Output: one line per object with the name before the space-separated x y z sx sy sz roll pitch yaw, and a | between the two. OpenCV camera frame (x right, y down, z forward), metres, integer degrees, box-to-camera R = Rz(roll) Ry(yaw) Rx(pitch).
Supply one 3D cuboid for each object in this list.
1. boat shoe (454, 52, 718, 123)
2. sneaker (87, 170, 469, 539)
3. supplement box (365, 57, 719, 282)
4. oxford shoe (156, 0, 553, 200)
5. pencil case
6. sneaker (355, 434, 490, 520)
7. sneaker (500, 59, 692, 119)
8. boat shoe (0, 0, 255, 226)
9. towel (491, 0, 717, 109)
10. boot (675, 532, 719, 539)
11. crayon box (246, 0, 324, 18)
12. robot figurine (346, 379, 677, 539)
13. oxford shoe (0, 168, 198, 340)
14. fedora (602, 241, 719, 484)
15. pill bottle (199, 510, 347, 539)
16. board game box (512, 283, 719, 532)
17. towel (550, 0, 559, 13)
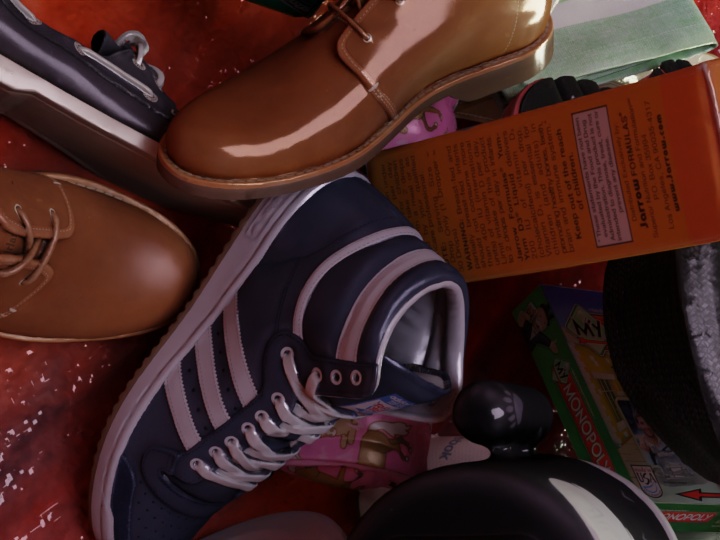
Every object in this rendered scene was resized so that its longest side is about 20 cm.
boat shoe | 0.121 -0.081 0.944 0.200 0.074 0.069 -2 83 -39
sneaker | -0.032 0.060 0.750 0.070 0.108 0.200 19 106 -53
supplement box | 0.088 -0.036 0.724 0.066 0.200 0.069 -13 89 -39
oxford shoe | -0.002 -0.093 0.750 0.200 0.071 0.071 -31 141 -28
pencil case | 0.000 0.000 0.835 0.083 0.086 0.201 18 75 -57
sneaker | 0.058 0.172 0.871 0.074 0.087 0.201 -26 105 -43
sneaker | 0.121 -0.051 0.888 0.200 0.087 0.074 -3 63 -42
boat shoe | -0.107 -0.080 0.767 0.200 0.073 0.063 29 73 -28
towel | 0.078 -0.181 0.896 0.152 0.023 0.200 -19 75 -34
boot | 0.192 0.141 0.993 0.162 0.073 0.198 44 57 -19
crayon box | -0.093 -0.196 0.749 0.199 0.058 0.119 18 76 -13
robot figurine | 0.061 0.137 0.733 0.150 0.125 0.200 -56 159 10
oxford shoe | -0.142 -0.009 0.721 0.200 0.071 0.072 14 89 -37
fedora | 0.172 0.026 0.813 0.200 0.091 0.201 11 74 -41
pill bottle | -0.020 0.216 0.790 0.113 0.113 0.200 -34 107 -34
board game box | 0.185 0.076 0.965 0.200 0.029 0.135 7 48 -37
towel | 0.027 -0.207 0.847 0.200 0.034 0.133 34 59 -5
